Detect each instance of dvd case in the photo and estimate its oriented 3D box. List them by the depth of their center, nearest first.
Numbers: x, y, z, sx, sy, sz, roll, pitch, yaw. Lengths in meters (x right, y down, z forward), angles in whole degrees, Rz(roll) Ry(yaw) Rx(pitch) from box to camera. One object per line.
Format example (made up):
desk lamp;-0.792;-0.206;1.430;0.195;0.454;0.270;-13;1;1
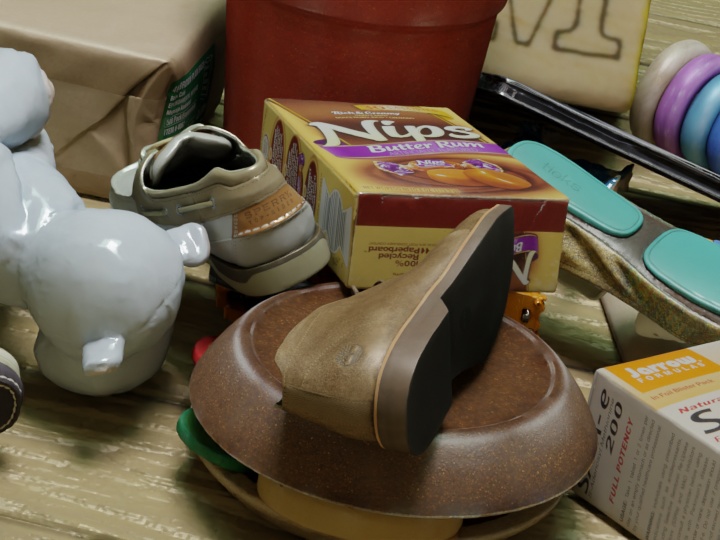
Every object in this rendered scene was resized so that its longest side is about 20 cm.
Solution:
dvd case;0.173;-0.080;1.378;0.200;0.016;0.149;25;5;-5

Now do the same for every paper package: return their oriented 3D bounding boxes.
paper package;-0.191;-0.139;1.398;0.191;0.104;0.200;12;24;6

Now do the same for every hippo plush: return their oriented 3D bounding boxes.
hippo plush;-0.154;-0.024;1.080;0.161;0.200;0.159;23;59;7

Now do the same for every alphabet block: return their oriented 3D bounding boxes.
alphabet block;0.111;-0.226;1.526;0.200;0.196;0.195;10;9;5

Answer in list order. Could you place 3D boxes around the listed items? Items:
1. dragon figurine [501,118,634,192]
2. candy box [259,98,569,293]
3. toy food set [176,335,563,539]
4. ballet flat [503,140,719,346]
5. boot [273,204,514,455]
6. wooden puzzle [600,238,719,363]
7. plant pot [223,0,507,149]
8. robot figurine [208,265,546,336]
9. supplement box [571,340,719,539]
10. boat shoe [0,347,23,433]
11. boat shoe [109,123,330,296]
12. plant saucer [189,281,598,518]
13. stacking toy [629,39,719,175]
dragon figurine;0.114;-0.047;1.351;0.099;0.059;0.200;13;21;13
candy box;0.022;-0.044;1.163;0.117;0.056;0.200;1;16;-18
toy food set;0.007;0.078;1.065;0.200;0.049;0.198;-13;32;-38
ballet flat;0.153;0.000;1.190;0.200;0.071;0.071;33;32;20
boot;0.022;0.017;0.991;0.075;0.074;0.200;7;25;21
wooden puzzle;0.250;0.034;1.243;0.200;0.046;0.185;6;25;-6
plant pot;-0.005;-0.138;1.347;0.201;0.195;0.201;8;24;-4
robot figurine;0.000;0.000;1.217;0.200;0.058;0.145;7;24;-7
supplement box;0.217;0.111;1.035;0.126;0.074;0.200;-11;31;-37
boat shoe;-0.243;0.077;0.965;0.200;0.072;0.065;-4;40;-32
boat shoe;-0.084;-0.044;1.138;0.075;0.068;0.200;-32;25;-24
plant saucer;0.019;0.053;1.026;0.200;0.035;0.200;8;24;-4
stacking toy;0.287;-0.083;1.482;0.200;0.085;0.085;35;35;32
